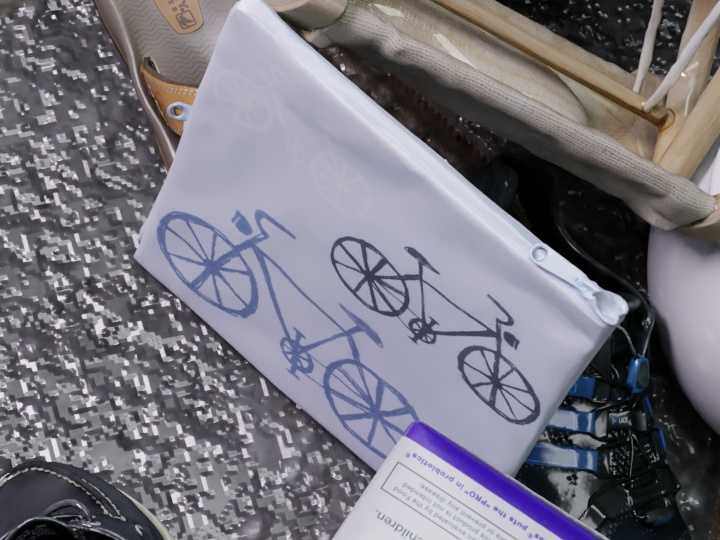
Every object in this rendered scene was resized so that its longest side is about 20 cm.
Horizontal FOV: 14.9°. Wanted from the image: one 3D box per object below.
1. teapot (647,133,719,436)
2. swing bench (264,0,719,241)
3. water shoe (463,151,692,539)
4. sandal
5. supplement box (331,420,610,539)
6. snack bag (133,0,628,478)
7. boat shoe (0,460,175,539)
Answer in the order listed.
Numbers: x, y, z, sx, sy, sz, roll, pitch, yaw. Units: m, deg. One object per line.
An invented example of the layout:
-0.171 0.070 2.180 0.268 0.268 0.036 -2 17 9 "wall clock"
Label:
0.200 -0.011 1.090 0.197 0.146 0.200 -38 65 -4 "teapot"
0.077 -0.142 1.052 0.198 0.130 0.201 27 86 -23 "swing bench"
0.085 0.047 1.094 0.071 0.079 0.201 -15 68 -47 "water shoe"
-0.050 -0.080 1.143 0.081 0.055 0.201 -22 73 -19 "sandal"
0.002 0.173 1.020 0.103 0.101 0.200 32 64 3 "supplement box"
0.000 0.000 1.039 0.188 0.200 0.021 41 58 10 "snack bag"
-0.103 0.118 0.989 0.074 0.066 0.200 -32 38 2 "boat shoe"
